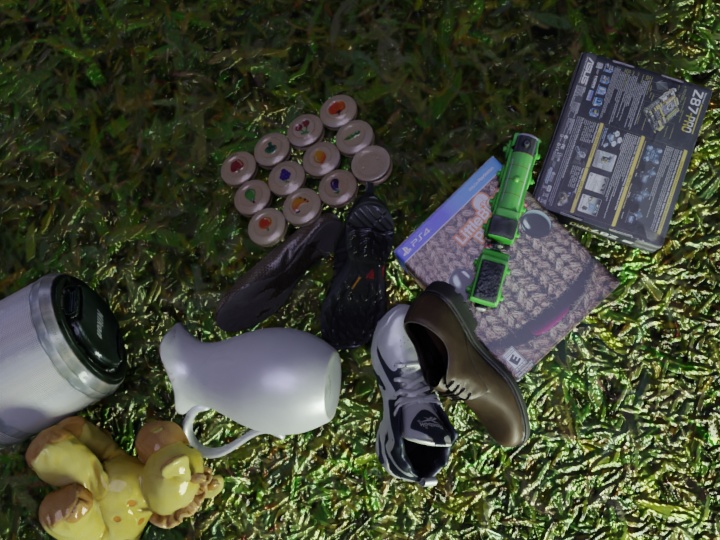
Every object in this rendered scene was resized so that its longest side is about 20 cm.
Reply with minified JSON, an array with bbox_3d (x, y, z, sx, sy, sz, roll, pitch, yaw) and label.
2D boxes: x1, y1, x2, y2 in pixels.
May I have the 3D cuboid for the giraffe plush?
[{"bbox_3d":[-0.254,0.241,0.832,0.161,0.173,0.201,-25,88,2],"label":"giraffe plush"}]

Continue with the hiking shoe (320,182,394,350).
[{"bbox_3d":[0.000,0.000,0.867,0.075,0.101,0.201,14,117,-5],"label":"hiking shoe"}]

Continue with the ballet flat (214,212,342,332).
[{"bbox_3d":[-0.103,-0.002,0.900,0.200,0.067,0.046,-43,47,0],"label":"ballet flat"}]

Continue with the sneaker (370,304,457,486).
[{"bbox_3d":[0.064,0.143,0.800,0.079,0.129,0.201,5,93,-20],"label":"sneaker"}]

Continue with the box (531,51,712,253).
[{"bbox_3d":[0.308,-0.142,0.867,0.160,0.049,0.201,19,85,11],"label":"box"}]

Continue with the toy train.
[{"bbox_3d":[0.153,-0.055,0.772,0.041,0.056,0.202,15,85,8],"label":"toy train"}]

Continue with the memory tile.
[{"bbox_3d":[-0.071,-0.128,0.905,0.199,0.017,0.154,-29,62,2],"label":"memory tile"}]

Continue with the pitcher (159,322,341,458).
[{"bbox_3d":[-0.127,0.150,0.859,0.198,0.121,0.173,3,110,12],"label":"pitcher"}]

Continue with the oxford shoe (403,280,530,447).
[{"bbox_3d":[0.107,0.117,0.775,0.084,0.073,0.201,-40,97,-38],"label":"oxford shoe"}]

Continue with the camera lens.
[{"bbox_3d":[-0.396,0.110,0.865,0.199,0.160,0.161,-28,80,3],"label":"camera lens"}]

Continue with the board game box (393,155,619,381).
[{"bbox_3d":[0.164,0.001,0.841,0.159,0.097,0.200,-44,80,0],"label":"board game box"}]
